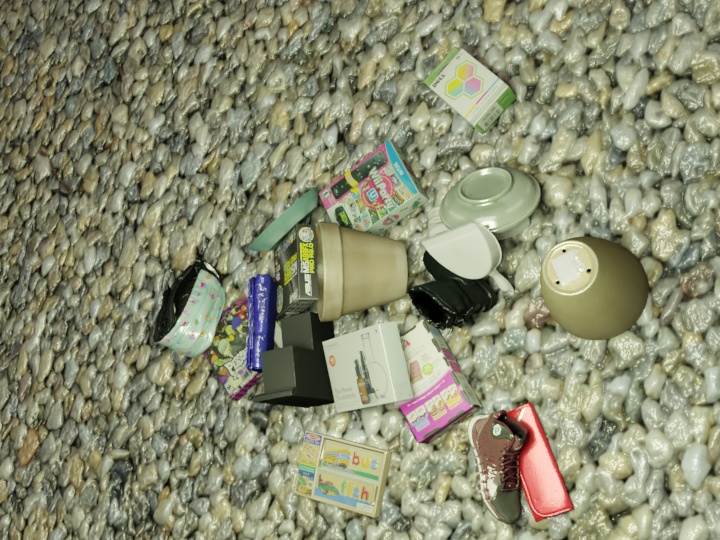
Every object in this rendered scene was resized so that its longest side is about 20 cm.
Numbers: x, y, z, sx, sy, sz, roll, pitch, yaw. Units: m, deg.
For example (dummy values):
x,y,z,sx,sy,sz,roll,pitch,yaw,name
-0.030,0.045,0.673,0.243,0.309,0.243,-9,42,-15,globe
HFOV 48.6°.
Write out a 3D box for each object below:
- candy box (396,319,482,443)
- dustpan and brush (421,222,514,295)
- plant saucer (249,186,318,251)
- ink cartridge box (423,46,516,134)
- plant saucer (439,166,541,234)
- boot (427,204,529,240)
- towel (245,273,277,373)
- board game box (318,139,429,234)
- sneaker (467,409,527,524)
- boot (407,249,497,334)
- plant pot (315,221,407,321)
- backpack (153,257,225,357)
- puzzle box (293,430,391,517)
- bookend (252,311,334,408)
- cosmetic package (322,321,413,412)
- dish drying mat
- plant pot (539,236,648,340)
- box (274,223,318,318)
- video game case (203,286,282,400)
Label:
x,y,z,sx,sy,sz,roll,pitch,yaw,name
0.129,0.217,1.563,0.136,0.061,0.201,-37,64,19,candy box
0.226,-0.013,1.500,0.139,0.200,0.057,-20,25,46,dustpan and brush
-0.158,-0.102,1.738,0.200,0.200,0.036,-42,92,14,plant saucer
0.215,-0.386,1.656,0.104,0.059,0.200,-48,61,11,ink cartridge box
0.243,-0.147,1.532,0.199,0.050,0.201,-15,38,12,plant saucer
0.229,-0.109,1.579,0.199,0.074,0.096,-9,48,8,boot
-0.211,0.115,1.683,0.049,0.148,0.201,2,78,1,towel
0.026,-0.159,1.707,0.200,0.064,0.148,-35,65,17,board game box
0.263,0.345,1.430,0.115,0.075,0.201,-41,59,47,sneaker
0.153,0.032,1.530,0.198,0.162,0.074,44,129,27,boot
0.000,0.000,1.609,0.173,0.200,0.201,-2,75,-9,plant pot
-0.385,0.094,1.806,0.167,0.126,0.201,-44,26,39,backpack
-0.038,0.413,1.631,0.199,0.025,0.134,6,81,30,puzzle box
-0.134,0.173,1.639,0.092,0.200,0.200,-14,73,25,bookend
0.010,0.194,1.582,0.200,0.051,0.152,-24,74,51,cosmetic package
0.316,0.348,1.455,0.077,0.018,0.201,-26,67,20,dish drying mat
0.387,0.016,1.388,0.186,0.200,0.188,-7,75,28,plant pot
-0.140,0.006,1.700,0.200,0.044,0.161,143,127,-66,box
-0.262,0.161,1.806,0.200,0.036,0.182,-44,61,13,video game case
